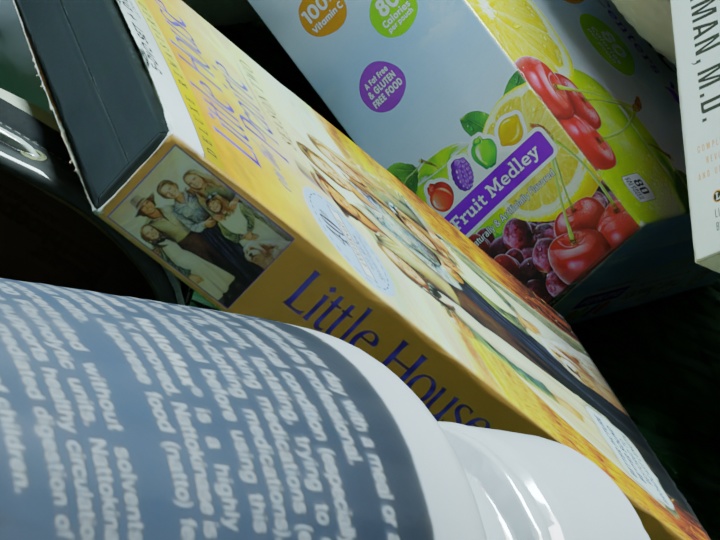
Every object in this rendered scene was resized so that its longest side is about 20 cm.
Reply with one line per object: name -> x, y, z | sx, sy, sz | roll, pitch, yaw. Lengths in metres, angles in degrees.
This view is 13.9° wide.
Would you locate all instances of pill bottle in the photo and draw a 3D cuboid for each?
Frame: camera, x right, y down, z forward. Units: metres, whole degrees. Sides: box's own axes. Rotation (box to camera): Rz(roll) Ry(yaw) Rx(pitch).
pill bottle -> -0.047, 0.063, 0.508 | 0.200, 0.120, 0.120 | 9, 25, -38

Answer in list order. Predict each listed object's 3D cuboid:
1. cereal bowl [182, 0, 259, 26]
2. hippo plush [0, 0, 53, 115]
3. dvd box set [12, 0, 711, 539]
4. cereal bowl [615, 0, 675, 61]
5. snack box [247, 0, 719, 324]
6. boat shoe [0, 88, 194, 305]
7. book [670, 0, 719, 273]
cereal bowl -> -0.091, -0.163, 1.044 | 0.200, 0.083, 0.200 | 36, 30, -26
hippo plush -> -0.131, -0.127, 0.895 | 0.161, 0.159, 0.200 | 45, 46, -28
dvd box set -> 0.000, 0.000, 0.763 | 0.200, 0.029, 0.146 | 39, 11, -28
cereal bowl -> 0.120, -0.148, 0.962 | 0.083, 0.200, 0.200 | -11, -7, 39
snack box -> 0.046, -0.081, 0.983 | 0.200, 0.068, 0.169 | 55, 27, 13
boat shoe -> -0.132, -0.027, 0.707 | 0.200, 0.072, 0.068 | 24, 19, -14
book -> 0.137, -0.083, 0.845 | 0.134, 0.048, 0.200 | 16, 62, -41
